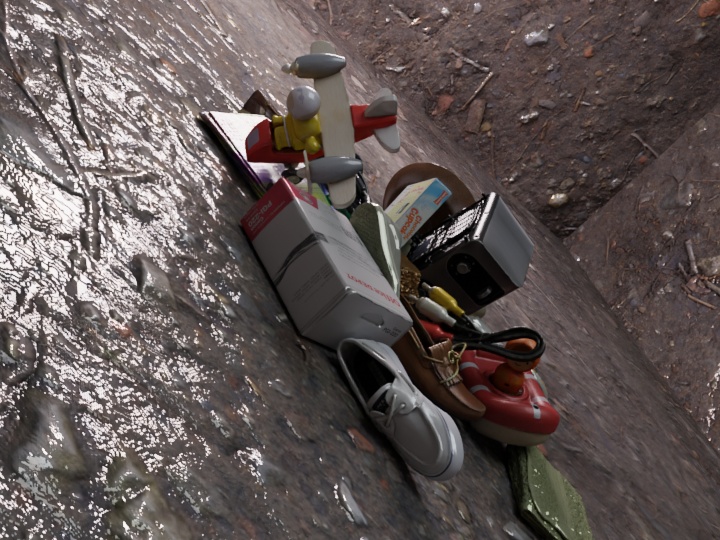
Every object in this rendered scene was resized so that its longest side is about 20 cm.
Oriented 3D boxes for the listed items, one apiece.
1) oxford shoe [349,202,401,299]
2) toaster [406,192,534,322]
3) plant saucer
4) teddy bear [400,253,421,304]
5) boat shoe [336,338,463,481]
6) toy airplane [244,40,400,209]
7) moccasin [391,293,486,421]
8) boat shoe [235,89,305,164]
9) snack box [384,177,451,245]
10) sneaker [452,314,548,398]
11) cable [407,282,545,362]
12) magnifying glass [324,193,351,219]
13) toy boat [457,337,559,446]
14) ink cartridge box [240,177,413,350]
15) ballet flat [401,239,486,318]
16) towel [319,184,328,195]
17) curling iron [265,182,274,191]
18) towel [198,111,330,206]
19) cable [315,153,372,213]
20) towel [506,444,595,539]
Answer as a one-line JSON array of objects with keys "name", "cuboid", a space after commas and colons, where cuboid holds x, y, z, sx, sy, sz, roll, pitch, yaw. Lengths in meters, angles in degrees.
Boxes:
[{"name": "oxford shoe", "cuboid": [0.026, 0.008, 1.309, 0.058, 0.075, 0.201, 27, 52, -49]}, {"name": "toaster", "cuboid": [0.155, -0.013, 1.560, 0.119, 0.181, 0.200, 50, 32, -14]}, {"name": "plant saucer", "cuboid": [0.110, -0.081, 1.716, 0.201, 0.200, 0.037, 50, 42, 10]}, {"name": "teddy bear", "cuboid": [0.000, 0.000, 1.421, 0.145, 0.067, 0.200, 43, 18, 22]}, {"name": "boat shoe", "cuboid": [0.034, 0.150, 1.110, 0.065, 0.074, 0.200, 23, 18, -48]}, {"name": "toy airplane", "cuboid": [-0.044, -0.198, 1.350, 0.200, 0.199, 0.141, 31, -8, 30]}, {"name": "moccasin", "cuboid": [0.095, 0.112, 1.339, 0.202, 0.078, 0.074, 51, 15, 13]}, {"name": "boat shoe", "cuboid": [-0.104, -0.211, 1.600, 0.200, 0.072, 0.072, 34, -3, -31]}, {"name": "snack box", "cuboid": [0.067, -0.084, 1.577, 0.037, 0.116, 0.200, 44, -5, -8]}, {"name": "sneaker", "cuboid": [0.205, 0.162, 1.572, 0.200, 0.076, 0.088, 42, 31, -7]}, {"name": "cable", "cuboid": [0.146, 0.087, 1.379, 0.199, 0.097, 0.050, 20, -23, 29]}, {"name": "magnifying glass", "cuboid": [0.004, -0.039, 1.556, 0.200, 0.022, 0.080, 45, 20, -26]}, {"name": "toy boat", "cuboid": [0.209, 0.148, 1.414, 0.130, 0.131, 0.200, 12, 28, -21]}, {"name": "ink cartridge box", "cuboid": [-0.041, 0.002, 1.230, 0.146, 0.085, 0.200, 29, 21, -50]}, {"name": "ballet flat", "cuboid": [0.128, 0.029, 1.694, 0.200, 0.070, 0.070, 39, 16, -12]}, {"name": "towel", "cuboid": [-0.064, -0.103, 1.561, 0.145, 0.024, 0.200, 56, 16, 26]}, {"name": "curling iron", "cuboid": [-0.037, -0.069, 1.376, 0.199, 0.026, 0.050, 24, 58, -6]}, {"name": "towel", "cuboid": [-0.133, -0.155, 1.450, 0.200, 0.023, 0.143, 52, 28, 20]}, {"name": "cable", "cuboid": [-0.037, -0.178, 1.563, 0.200, 0.051, 0.163, 57, 18, -11]}, {"name": "towel", "cuboid": [0.258, 0.311, 1.366, 0.148, 0.036, 0.200, 45, 15, -12]}]
